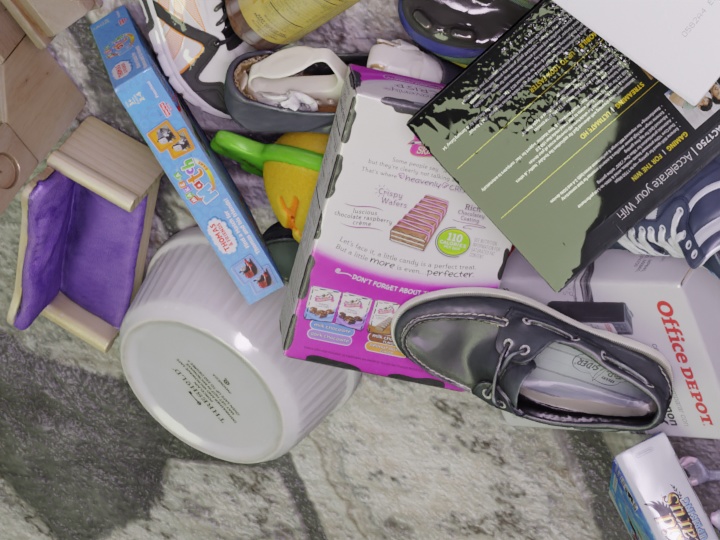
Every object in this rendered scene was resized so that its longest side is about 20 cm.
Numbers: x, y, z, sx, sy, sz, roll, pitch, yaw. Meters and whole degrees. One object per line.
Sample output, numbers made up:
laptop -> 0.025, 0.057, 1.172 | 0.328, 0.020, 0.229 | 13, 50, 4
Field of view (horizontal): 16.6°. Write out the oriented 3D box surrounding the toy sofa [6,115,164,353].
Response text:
toy sofa -> -0.222, -0.019, 2.008 | 0.083, 0.098, 0.200 | 29, 141, 11

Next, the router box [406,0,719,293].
router box -> 0.151, -0.106, 1.570 | 0.200, 0.051, 0.149 | -41, 92, 19

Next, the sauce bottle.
sauce bottle -> -0.015, -0.211, 1.674 | 0.065, 0.065, 0.200 | 48, 139, -14

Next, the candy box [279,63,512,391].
candy box -> 0.033, -0.028, 1.688 | 0.136, 0.061, 0.201 | 12, 114, -11

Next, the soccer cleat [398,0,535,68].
soccer cleat -> 0.118, -0.146, 1.652 | 0.199, 0.065, 0.084 | 26, 179, 1

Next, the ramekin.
ramekin -> -0.105, 0.068, 2.008 | 0.202, 0.094, 0.203 | 21, 139, 19

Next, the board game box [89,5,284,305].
board game box -> -0.130, -0.087, 1.841 | 0.200, 0.036, 0.151 | 58, -179, -26

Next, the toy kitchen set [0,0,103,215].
toy kitchen set -> -0.303, -0.149, 1.866 | 0.163, 0.181, 0.200 | -10, 127, 43

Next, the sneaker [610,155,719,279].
sneaker -> 0.205, -0.025, 1.629 | 0.199, 0.109, 0.070 | -24, 143, 39

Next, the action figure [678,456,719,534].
action figure -> 0.326, 0.175, 1.800 | 0.200, 0.148, 0.135 | -7, 105, 65

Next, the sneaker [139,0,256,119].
sneaker -> -0.114, -0.193, 1.763 | 0.080, 0.074, 0.200 | -8, 124, 40

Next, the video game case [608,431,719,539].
video game case -> 0.240, 0.220, 1.796 | 0.182, 0.045, 0.200 | 63, 179, 13

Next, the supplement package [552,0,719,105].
supplement package -> 0.199, -0.233, 1.368 | 0.150, 0.200, 0.152 | 37, 142, 1

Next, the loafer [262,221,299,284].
loafer -> 0.000, 0.000, 1.873 | 0.200, 0.070, 0.068 | 8, 134, 32

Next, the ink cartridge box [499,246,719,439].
ink cartridge box -> 0.181, 0.038, 1.759 | 0.199, 0.084, 0.145 | 1, 129, 37

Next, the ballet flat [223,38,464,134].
ballet flat -> -0.003, -0.127, 1.713 | 0.199, 0.073, 0.073 | 2, 133, 15

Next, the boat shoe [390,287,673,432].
boat shoe -> 0.117, 0.068, 1.666 | 0.198, 0.066, 0.075 | 19, 115, -7

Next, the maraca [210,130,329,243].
maraca -> -0.020, -0.063, 1.793 | 0.199, 0.107, 0.137 | 17, 169, 33
